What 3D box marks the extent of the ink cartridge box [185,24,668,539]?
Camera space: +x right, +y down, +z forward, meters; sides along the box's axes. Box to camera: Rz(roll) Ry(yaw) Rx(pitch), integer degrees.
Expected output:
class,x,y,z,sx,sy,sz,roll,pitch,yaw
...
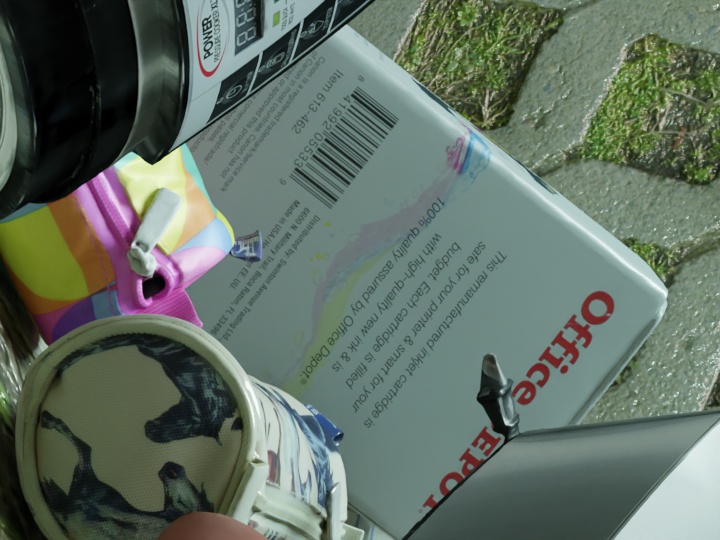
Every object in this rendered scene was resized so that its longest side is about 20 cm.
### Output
class,x,y,z,sx,sy,sz,roll,pitch,yaw
ink cartridge box,0.000,0.000,0.863,0.199,0.146,0.083,38,8,-7

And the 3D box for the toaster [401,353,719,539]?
class,x,y,z,sx,sy,sz,roll,pitch,yaw
toaster,0.076,0.151,0.676,0.118,0.181,0.201,-16,-69,48

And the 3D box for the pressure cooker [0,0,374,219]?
class,x,y,z,sx,sy,sz,roll,pitch,yaw
pressure cooker,-0.089,-0.110,0.537,0.177,0.200,0.178,58,-29,-12

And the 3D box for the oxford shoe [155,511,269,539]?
class,x,y,z,sx,sy,sz,roll,pitch,yaw
oxford shoe,-0.037,0.170,0.590,0.075,0.070,0.202,-38,118,-47

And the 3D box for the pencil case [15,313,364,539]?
class,x,y,z,sx,sy,sz,roll,pitch,yaw
pencil case,-0.052,0.066,0.710,0.200,0.089,0.079,52,54,-78

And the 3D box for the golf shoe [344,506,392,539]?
class,x,y,z,sx,sy,sz,roll,pitch,yaw
golf shoe,-0.004,0.133,0.979,0.199,0.098,0.078,27,5,-40

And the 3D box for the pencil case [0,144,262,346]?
class,x,y,z,sx,sy,sz,roll,pitch,yaw
pencil case,-0.113,-0.069,0.737,0.201,0.088,0.088,62,4,-14
